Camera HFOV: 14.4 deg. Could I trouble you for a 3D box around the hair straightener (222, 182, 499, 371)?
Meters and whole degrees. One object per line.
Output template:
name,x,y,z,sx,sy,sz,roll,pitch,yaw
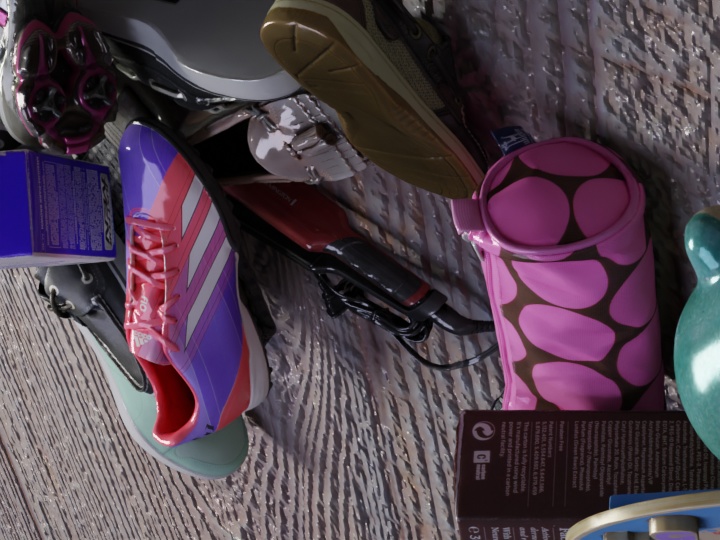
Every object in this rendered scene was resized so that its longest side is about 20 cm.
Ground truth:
hair straightener,0.000,0.000,1.662,0.199,0.041,0.077,29,154,19

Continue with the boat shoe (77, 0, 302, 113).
boat shoe,-0.082,-0.123,1.545,0.200,0.071,0.064,28,153,49

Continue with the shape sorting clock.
shape sorting clock,0.195,0.128,1.324,0.199,0.040,0.200,-2,167,0

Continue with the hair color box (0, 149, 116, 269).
hair color box,-0.216,-0.032,1.637,0.109,0.065,0.200,-4,177,7

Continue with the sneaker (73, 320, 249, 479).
sneaker,-0.112,0.074,1.910,0.118,0.074,0.201,9,141,48

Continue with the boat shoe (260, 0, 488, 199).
boat shoe,0.021,-0.097,1.423,0.073,0.065,0.200,15,163,30

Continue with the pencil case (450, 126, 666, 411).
pencil case,0.105,0.020,1.450,0.201,0.093,0.091,75,175,-48

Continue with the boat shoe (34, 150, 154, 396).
boat shoe,-0.179,-0.002,1.769,0.201,0.056,0.069,58,155,12

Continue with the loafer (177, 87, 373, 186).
loafer,-0.044,-0.071,1.568,0.072,0.063,0.200,53,155,-20

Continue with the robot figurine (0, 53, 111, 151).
robot figurine,-0.238,-0.154,1.659,0.200,0.125,0.150,42,165,4

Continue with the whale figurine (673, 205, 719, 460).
whale figurine,0.205,0.032,1.290,0.159,0.104,0.200,37,158,15

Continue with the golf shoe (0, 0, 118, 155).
golf shoe,-0.183,-0.165,1.540,0.092,0.072,0.201,16,111,55

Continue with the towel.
towel,-0.128,-0.021,1.747,0.201,0.034,0.193,63,158,6

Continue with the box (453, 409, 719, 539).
box,0.151,0.127,1.457,0.199,0.075,0.100,-2,141,8

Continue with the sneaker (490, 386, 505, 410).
sneaker,0.095,0.122,1.657,0.080,0.075,0.200,33,155,23

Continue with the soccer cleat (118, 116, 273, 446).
soccer cleat,-0.106,0.009,1.612,0.068,0.073,0.201,21,136,42
